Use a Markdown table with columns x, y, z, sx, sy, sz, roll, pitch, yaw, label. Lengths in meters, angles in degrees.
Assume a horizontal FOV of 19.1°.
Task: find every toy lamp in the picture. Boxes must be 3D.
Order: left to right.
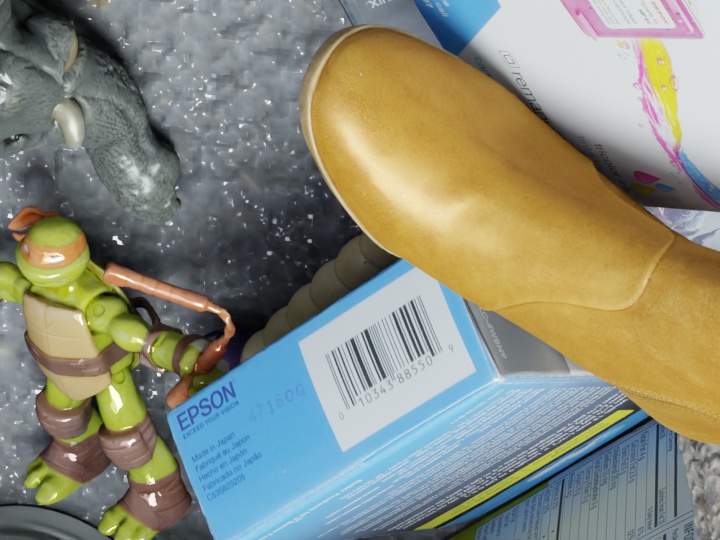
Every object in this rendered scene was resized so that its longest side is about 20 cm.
| x | y | z | sx | sy | sz | roll | pitch | yaw | label |
| --- | --- | --- | --- | --- | --- | --- | --- | --- | --- |
| 0.000 | 0.000 | 0.860 | 0.058 | 0.058 | 0.200 | 36 | 134 | -12 | toy lamp |

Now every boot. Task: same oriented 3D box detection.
| x | y | z | sx | sy | sz | roll | pitch | yaw | label |
| --- | --- | --- | --- | --- | --- | --- | --- | --- | --- |
| 0.083 | -0.006 | 0.689 | 0.201 | 0.144 | 0.071 | 40 | 78 | -34 | boot |

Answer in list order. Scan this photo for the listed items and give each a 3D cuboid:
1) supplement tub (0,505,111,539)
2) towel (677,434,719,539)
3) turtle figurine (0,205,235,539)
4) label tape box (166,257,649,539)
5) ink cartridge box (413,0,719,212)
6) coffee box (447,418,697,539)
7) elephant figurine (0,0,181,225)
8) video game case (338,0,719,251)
| x | y | z | sx | sy | sz | roll | pitch | yaw | label |
| --- | --- | --- | --- | --- | --- | --- | --- | --- | --- |
| -0.168 | 0.210 | 0.938 | 0.143 | 0.200 | 0.145 | 3 | 119 | 6 | supplement tub |
| 0.184 | 0.078 | 0.811 | 0.132 | 0.201 | 0.035 | 12 | 131 | -13 | towel |
| -0.127 | 0.032 | 0.907 | 0.199 | 0.065 | 0.162 | 13 | 133 | 23 | turtle figurine |
| 0.040 | 0.050 | 0.863 | 0.143 | 0.199 | 0.066 | -34 | 72 | 28 | label tape box |
| 0.115 | -0.096 | 0.689 | 0.199 | 0.085 | 0.145 | 5 | 139 | 49 | ink cartridge box |
| 0.136 | 0.209 | 0.896 | 0.197 | 0.200 | 0.200 | -34 | 109 | 23 | coffee box |
| -0.163 | -0.096 | 0.827 | 0.155 | 0.141 | 0.201 | 32 | 139 | 23 | elephant figurine |
| 0.095 | -0.058 | 0.846 | 0.142 | 0.019 | 0.201 | -19 | 123 | 17 | video game case |
